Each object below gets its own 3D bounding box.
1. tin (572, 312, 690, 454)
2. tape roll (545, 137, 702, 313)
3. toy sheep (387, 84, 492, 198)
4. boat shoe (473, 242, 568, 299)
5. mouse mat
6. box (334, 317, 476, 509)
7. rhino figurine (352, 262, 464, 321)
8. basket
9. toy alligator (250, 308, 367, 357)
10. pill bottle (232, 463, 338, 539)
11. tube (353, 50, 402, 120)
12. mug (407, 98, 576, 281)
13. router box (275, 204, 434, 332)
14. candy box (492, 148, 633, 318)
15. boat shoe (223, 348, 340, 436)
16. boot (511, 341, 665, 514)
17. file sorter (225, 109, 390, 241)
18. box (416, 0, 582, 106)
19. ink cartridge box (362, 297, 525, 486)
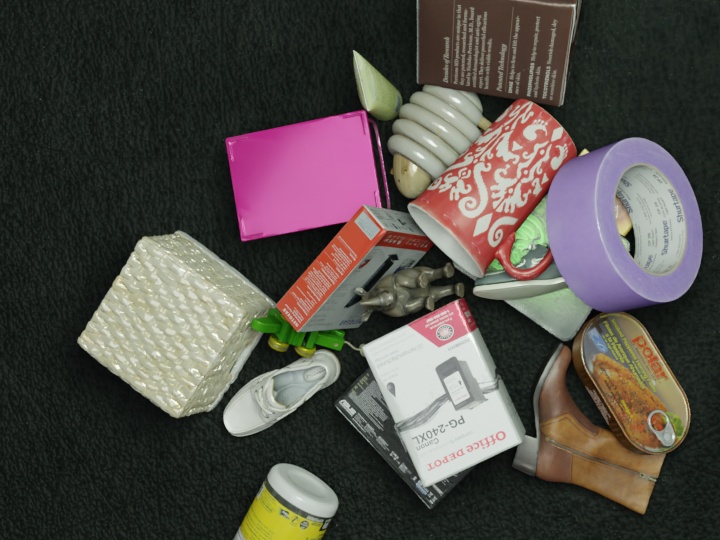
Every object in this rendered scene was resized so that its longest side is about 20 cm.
[{"bbox_3d":[0.361,0.150,1.445,0.111,0.042,0.202,-29,86,-16],"label":"tin"},{"bbox_3d":[0.326,-0.054,1.328,0.084,0.198,0.203,-19,89,53],"label":"tape roll"},{"bbox_3d":[0.110,-0.187,1.464,0.137,0.138,0.202,32,84,9],"label":"toy sheep"},{"bbox_3d":[0.242,-0.006,1.414,0.196,0.073,0.063,-11,75,11],"label":"boat shoe"},{"bbox_3d":[0.240,-0.022,1.446,0.199,0.008,0.162,34,99,11],"label":"mouse mat"},{"bbox_3d":[0.091,0.195,1.501,0.200,0.086,0.164,45,99,6],"label":"box"},{"bbox_3d":[0.055,0.031,1.434,0.086,0.199,0.061,-7,94,35],"label":"rhino figurine"},{"bbox_3d":[-0.257,0.078,1.534,0.199,0.161,0.200,35,98,6],"label":"basket"},{"bbox_3d":[-0.066,0.085,1.533,0.197,0.054,0.060,14,115,-23],"label":"toy alligator"},{"bbox_3d":[-0.122,0.389,1.542,0.111,0.112,0.202,30,98,9],"label":"pill bottle"},{"bbox_3d":[0.017,-0.238,1.440,0.058,0.200,0.052,35,96,7],"label":"tube"},{"bbox_3d":[0.188,-0.095,1.391,0.177,0.133,0.200,44,84,-14],"label":"mug"},{"bbox_3d":[0.000,0.000,1.446,0.049,0.199,0.180,47,107,17],"label":"router box"},{"bbox_3d":[0.285,-0.049,1.466,0.116,0.056,0.201,39,101,7],"label":"candy box"},{"bbox_3d":[-0.122,0.177,1.554,0.198,0.069,0.071,-34,87,12],"label":"boat shoe"},{"bbox_3d":[0.323,0.212,1.466,0.197,0.068,0.192,16,88,7],"label":"boot"},{"bbox_3d":[-0.066,-0.127,1.501,0.196,0.125,0.142,-10,89,11],"label":"file sorter"},{"bbox_3d":[0.184,-0.339,1.389,0.196,0.165,0.168,11,54,12],"label":"box"},{"bbox_3d":[0.110,0.159,1.410,0.144,0.083,0.203,-26,86,9],"label":"ink cartridge box"}]
